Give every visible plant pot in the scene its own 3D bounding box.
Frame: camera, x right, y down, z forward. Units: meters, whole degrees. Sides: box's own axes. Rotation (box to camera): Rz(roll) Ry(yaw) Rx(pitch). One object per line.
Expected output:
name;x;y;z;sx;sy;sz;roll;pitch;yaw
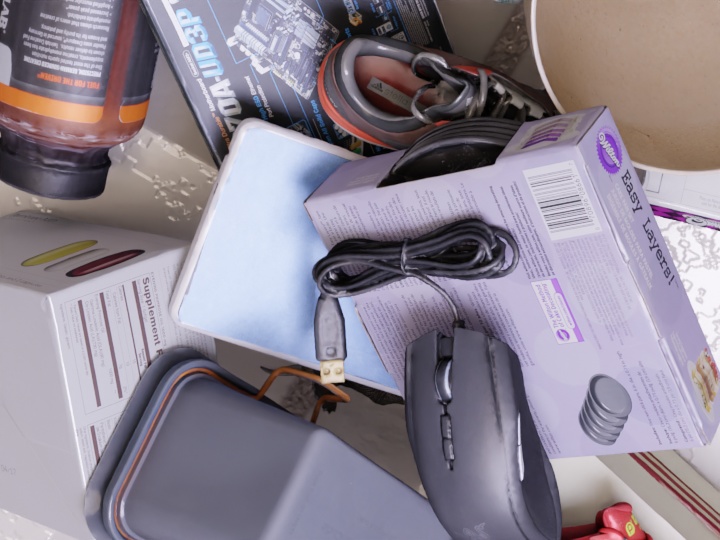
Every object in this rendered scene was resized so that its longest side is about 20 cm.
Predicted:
plant pot;0.176;-0.170;1.012;0.199;0.135;0.201;-4;119;-7

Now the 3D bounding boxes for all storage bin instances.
storage bin;-0.030;0.137;1.079;0.200;0.134;0.146;39;71;-41

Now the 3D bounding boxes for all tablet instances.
tablet;0.000;0.000;1.091;0.199;0.014;0.131;18;103;-18

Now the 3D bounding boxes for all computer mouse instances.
computer mouse;0.031;0.074;1.009;0.140;0.046;0.201;-1;106;36

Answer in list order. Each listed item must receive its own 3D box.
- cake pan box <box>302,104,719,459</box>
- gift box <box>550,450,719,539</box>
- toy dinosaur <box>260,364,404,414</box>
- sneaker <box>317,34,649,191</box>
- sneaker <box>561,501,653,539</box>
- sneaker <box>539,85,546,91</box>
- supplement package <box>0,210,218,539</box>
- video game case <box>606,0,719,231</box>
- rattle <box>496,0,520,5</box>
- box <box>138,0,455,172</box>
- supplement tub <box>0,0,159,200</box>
cake pan box;0.084;0.014;1.024;0.184;0.052;0.201;-12;115;37
gift box;0.168;0.196;1.166;0.187;0.200;0.185;43;110;9
toy dinosaur;0.032;0.042;1.161;0.102;0.077;0.200;15;142;-31
sneaker;0.068;-0.079;1.042;0.199;0.082;0.077;18;85;2
sneaker;0.148;0.173;1.033;0.199;0.077;0.085;14;94;13
sneaker;0.114;-0.073;1.151;0.199;0.079;0.074;-22;82;-3
supplement package;-0.188;0.059;1.147;0.200;0.111;0.156;10;113;47
video game case;0.233;-0.111;1.101;0.199;0.036;0.182;13;82;3
rattle;0.053;-0.240;1.048;0.130;0.143;0.200;39;126;15
box;-0.037;-0.145;1.092;0.158;0.046;0.201;-27;118;-5
supplement tub;-0.174;-0.148;1.139;0.106;0.107;0.201;14;107;2
